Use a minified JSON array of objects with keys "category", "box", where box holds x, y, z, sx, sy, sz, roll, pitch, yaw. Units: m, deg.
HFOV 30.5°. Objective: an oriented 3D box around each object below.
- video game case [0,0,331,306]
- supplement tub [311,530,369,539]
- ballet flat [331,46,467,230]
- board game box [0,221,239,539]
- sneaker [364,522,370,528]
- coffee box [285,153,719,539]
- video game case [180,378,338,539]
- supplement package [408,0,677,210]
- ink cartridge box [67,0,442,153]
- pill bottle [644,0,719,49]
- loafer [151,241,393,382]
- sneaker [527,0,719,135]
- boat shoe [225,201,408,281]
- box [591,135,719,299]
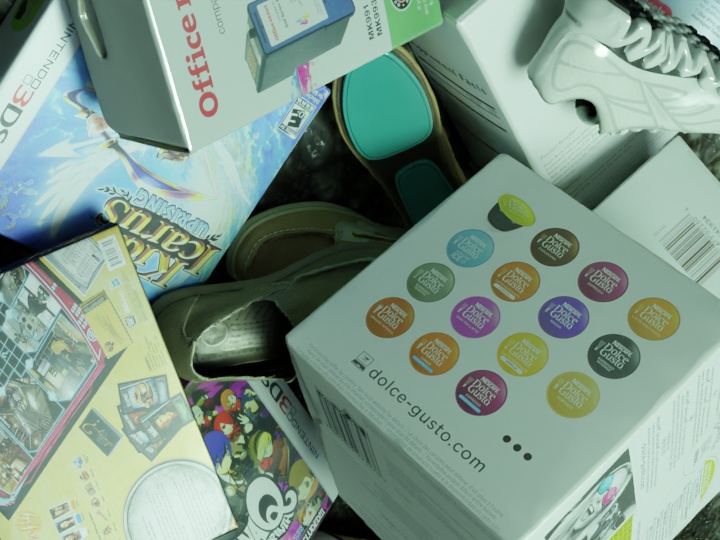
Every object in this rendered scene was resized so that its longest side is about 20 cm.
[{"category":"video game case","box":[-0.140,-0.086,0.810,0.199,0.045,0.182,29,100,-42]},{"category":"supplement tub","box":[0.013,0.296,1.077,0.199,0.145,0.147,19,105,-40]},{"category":"ballet flat","box":[0.027,-0.093,0.907,0.068,0.063,0.201,-19,135,8]},{"category":"board game box","box":[-0.171,0.090,0.790,0.134,0.035,0.202,-23,101,-16]},{"category":"sneaker","box":[0.023,0.166,1.052,0.089,0.074,0.200,-52,132,1]},{"category":"coffee box","box":[0.101,0.091,0.838,0.197,0.199,0.201,-39,146,-18]},{"category":"video game case","box":[-0.103,0.163,0.922,0.201,0.035,0.182,-56,131,-31]},{"category":"supplement package","box":[0.115,-0.152,0.890,0.121,0.120,0.201,-40,132,-5]},{"category":"ink cartridge box","box":[-0.061,-0.173,0.738,0.199,0.087,0.147,-30,119,-31]},{"category":"pill bottle","box":[0.267,-0.229,0.954,0.108,0.109,0.201,29,99,-41]},{"category":"loafer","box":[-0.040,0.037,0.862,0.198,0.067,0.077,-16,118,-17]},{"category":"sneaker","box":[0.183,-0.119,0.836,0.198,0.075,0.081,18,119,-38]},{"category":"boat shoe","box":[0.000,0.000,0.941,0.198,0.066,0.075,4,115,-35]},{"category":"box","box":[0.199,0.013,0.940,0.097,0.125,0.200,-39,173,-18]}]
